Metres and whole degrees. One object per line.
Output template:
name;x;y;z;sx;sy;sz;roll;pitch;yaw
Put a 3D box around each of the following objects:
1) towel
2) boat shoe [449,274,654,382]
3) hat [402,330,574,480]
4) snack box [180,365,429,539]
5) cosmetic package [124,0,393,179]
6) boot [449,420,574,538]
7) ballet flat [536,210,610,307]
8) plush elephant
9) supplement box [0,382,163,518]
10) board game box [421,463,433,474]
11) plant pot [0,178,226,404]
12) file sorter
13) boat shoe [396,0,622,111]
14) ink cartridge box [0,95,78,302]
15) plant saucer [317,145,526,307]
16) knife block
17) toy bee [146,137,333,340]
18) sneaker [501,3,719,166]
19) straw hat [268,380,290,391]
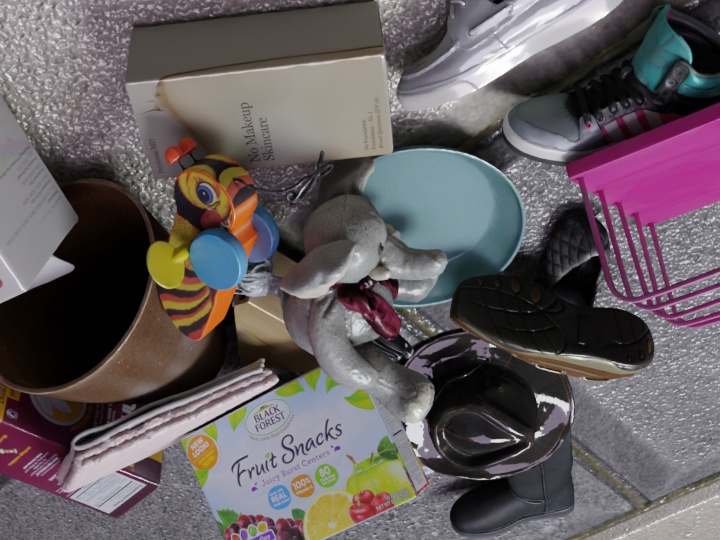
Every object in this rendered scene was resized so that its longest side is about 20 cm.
towel;-0.186;0.147;1.009;0.198;0.033;0.191;-22;171;-23
boat shoe;0.179;0.066;1.028;0.197;0.077;0.074;18;150;-4
hat;0.132;0.159;1.131;0.197;0.081;0.204;0;110;1
snack box;-0.054;0.178;0.998;0.198;0.144;0.053;-29;172;19
cosmetic package;-0.076;-0.142;0.847;0.196;0.074;0.104;-7;138;2
boot;0.174;0.231;1.263;0.162;0.066;0.201;-16;139;0
ballet flat;0.204;0.027;1.059;0.065;0.057;0.202;-2;137;-1
plush elephant;0.000;0.000;0.880;0.197;0.167;0.155;21;145;-9
supplement box;-0.308;0.164;1.119;0.199;0.111;0.085;31;127;-32
board game box;-0.032;0.213;1.242;0.197;0.045;0.135;-21;134;17
plant pot;-0.210;0.046;0.972;0.184;0.190;0.200;-20;151;16
file sorter;0.283;-0.032;0.889;0.137;0.127;0.199;-21;160;29
boat shoe;0.104;-0.192;0.818;0.198;0.072;0.069;-24;112;29
ink cartridge box;-0.327;-0.051;0.838;0.127;0.126;0.202;-22;113;17
plant saucer;0.052;-0.046;0.985;0.196;0.036;0.202;-2;137;-2
knife block;-0.030;0.055;1.028;0.172;0.065;0.201;8;153;0
toy bee;-0.111;-0.045;0.827;0.109;0.131;0.200;42;106;4
sneaker;0.216;-0.149;0.852;0.196;0.085;0.122;-7;142;-9
straw hat;-0.075;0.161;1.107;0.198;0.202;0.086;-19;115;15
